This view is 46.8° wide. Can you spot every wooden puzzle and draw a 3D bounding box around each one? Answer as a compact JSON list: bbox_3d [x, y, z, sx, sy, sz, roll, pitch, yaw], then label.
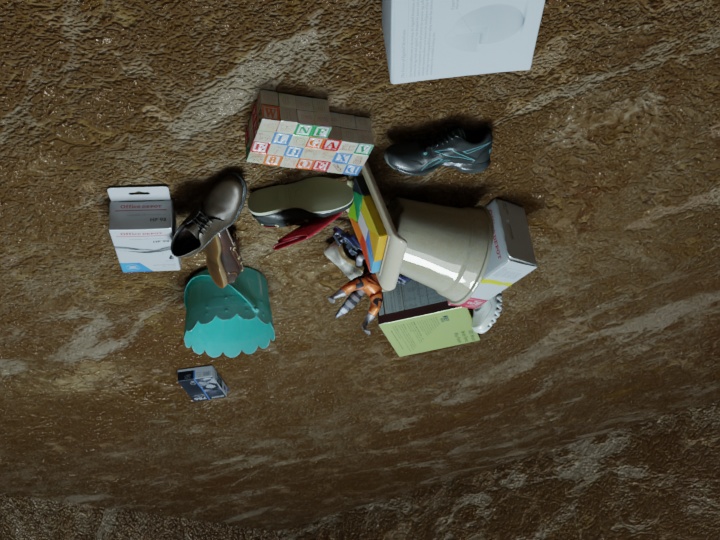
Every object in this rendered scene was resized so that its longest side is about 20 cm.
[{"bbox_3d":[0.017,-0.083,1.511,0.037,0.201,0.186,-19,155,-16],"label":"wooden puzzle"}]

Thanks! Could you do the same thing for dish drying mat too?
[{"bbox_3d":[-0.094,-0.079,1.549,0.076,0.018,0.200,-18,-171,22],"label":"dish drying mat"}]

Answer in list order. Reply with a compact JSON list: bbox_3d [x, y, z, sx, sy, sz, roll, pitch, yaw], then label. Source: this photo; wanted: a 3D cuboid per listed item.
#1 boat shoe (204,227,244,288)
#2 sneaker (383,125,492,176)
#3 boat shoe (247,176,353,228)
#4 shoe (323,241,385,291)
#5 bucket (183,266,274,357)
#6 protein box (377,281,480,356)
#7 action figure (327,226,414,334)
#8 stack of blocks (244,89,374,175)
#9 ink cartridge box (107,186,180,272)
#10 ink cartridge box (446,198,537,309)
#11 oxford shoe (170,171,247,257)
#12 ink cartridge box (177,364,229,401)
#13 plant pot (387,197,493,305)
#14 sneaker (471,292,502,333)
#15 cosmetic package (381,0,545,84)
[{"bbox_3d":[-0.273,-0.052,1.642,0.070,0.070,0.201,-37,151,-25],"label":"boat shoe"},{"bbox_3d":[0.137,-0.216,1.442,0.198,0.076,0.080,-5,139,-17],"label":"sneaker"},{"bbox_3d":[-0.106,-0.123,1.538,0.199,0.074,0.063,-7,151,11],"label":"boat shoe"},{"bbox_3d":[-0.002,-0.009,1.776,0.053,0.070,0.200,-25,139,26],"label":"shoe"},{"bbox_3d":[-0.288,0.089,1.815,0.205,0.136,0.208,-6,151,-3],"label":"bucket"},{"bbox_3d":[0.153,0.082,1.903,0.198,0.136,0.199,-13,150,12],"label":"protein box"},{"bbox_3d":[0.000,0.000,1.691,0.199,0.194,0.104,37,159,-11],"label":"action figure"},{"bbox_3d":[-0.081,-0.224,1.371,0.198,0.059,0.115,5,149,-21],"label":"stack of blocks"},{"bbox_3d":[-0.405,-0.074,1.563,0.114,0.067,0.201,-2,151,-7],"label":"ink cartridge box"},{"bbox_3d":[0.257,-0.030,1.710,0.083,0.146,0.200,11,147,-31],"label":"ink cartridge box"},{"bbox_3d":[-0.274,-0.092,1.500,0.073,0.084,0.200,39,113,-2],"label":"oxford shoe"},{"bbox_3d":[-0.432,0.321,2.309,0.098,0.040,0.200,-9,152,3],"label":"ink cartridge box"},{"bbox_3d":[0.131,-0.054,1.622,0.182,0.202,0.201,16,146,-16],"label":"plant pot"},{"bbox_3d":[0.273,0.036,1.813,0.080,0.202,0.075,21,172,-27],"label":"sneaker"},{"bbox_3d":[0.129,-0.365,1.095,0.198,0.124,0.200,-7,152,-3],"label":"cosmetic package"}]
